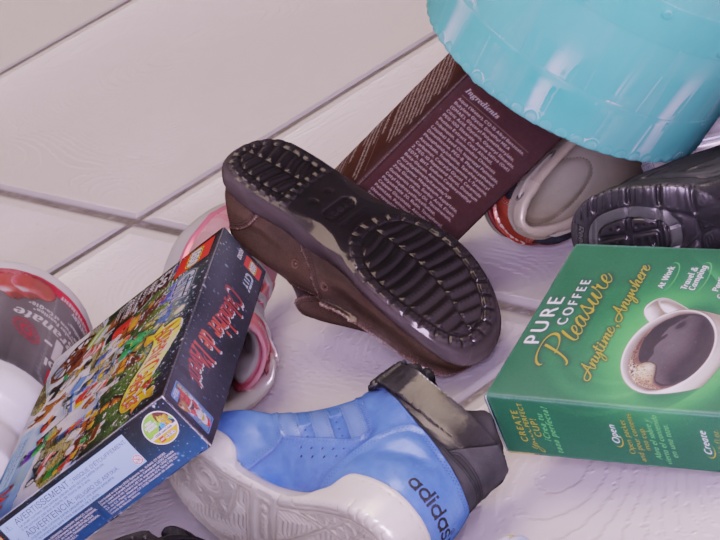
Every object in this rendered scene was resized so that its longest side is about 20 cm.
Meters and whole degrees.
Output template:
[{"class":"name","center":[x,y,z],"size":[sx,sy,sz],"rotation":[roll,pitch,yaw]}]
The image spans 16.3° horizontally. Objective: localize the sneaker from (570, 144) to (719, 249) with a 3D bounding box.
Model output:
[{"class":"sneaker","center":[0.213,-0.042,1.332],"size":[0.199,0.076,0.091],"rotation":[-5,19,27]}]

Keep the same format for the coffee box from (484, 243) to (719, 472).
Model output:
[{"class":"coffee box","center":[0.174,0.043,1.237],"size":[0.199,0.044,0.123],"rotation":[2,42,32]}]

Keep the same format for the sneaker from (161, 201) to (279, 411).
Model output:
[{"class":"sneaker","center":[-0.077,0.028,1.503],"size":[0.104,0.075,0.200],"rotation":[-9,33,39]}]

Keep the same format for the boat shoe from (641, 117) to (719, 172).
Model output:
[{"class":"boat shoe","center":[0.256,-0.106,1.484],"size":[0.199,0.069,0.072],"rotation":[-15,-2,4]}]

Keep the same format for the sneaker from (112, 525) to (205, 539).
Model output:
[{"class":"sneaker","center":[-0.084,0.154,1.226],"size":[0.199,0.077,0.084],"rotation":[-5,31,32]}]

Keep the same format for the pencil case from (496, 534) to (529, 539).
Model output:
[{"class":"pencil case","center":[-0.008,0.173,1.095],"size":[0.199,0.091,0.083],"rotation":[-13,23,17]}]

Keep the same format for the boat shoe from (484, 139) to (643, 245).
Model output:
[{"class":"boat shoe","center":[0.165,-0.080,1.531],"size":[0.200,0.071,0.063],"rotation":[-33,9,-11]}]

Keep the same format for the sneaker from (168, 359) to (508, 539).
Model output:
[{"class":"sneaker","center":[-0.010,0.094,1.291],"size":[0.111,0.077,0.200],"rotation":[-39,29,-30]}]

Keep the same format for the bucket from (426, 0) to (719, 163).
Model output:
[{"class":"bucket","center":[0.143,-0.165,1.381],"size":[0.135,0.207,0.207],"rotation":[-61,3,30]}]

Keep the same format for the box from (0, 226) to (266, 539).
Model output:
[{"class":"box","center":[-0.124,0.068,1.335],"size":[0.136,0.038,0.200],"rotation":[-38,16,21]}]

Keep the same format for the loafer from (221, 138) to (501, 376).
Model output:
[{"class":"loafer","center":[0.000,0.000,1.454],"size":[0.073,0.071,0.200],"rotation":[-29,56,-35]}]

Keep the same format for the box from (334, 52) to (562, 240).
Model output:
[{"class":"box","center":[0.052,-0.072,1.511],"size":[0.200,0.075,0.100],"rotation":[-46,11,28]}]

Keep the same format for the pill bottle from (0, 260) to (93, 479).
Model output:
[{"class":"pill bottle","center":[-0.220,0.082,1.464],"size":[0.110,0.111,0.200],"rotation":[-17,23,10]}]
